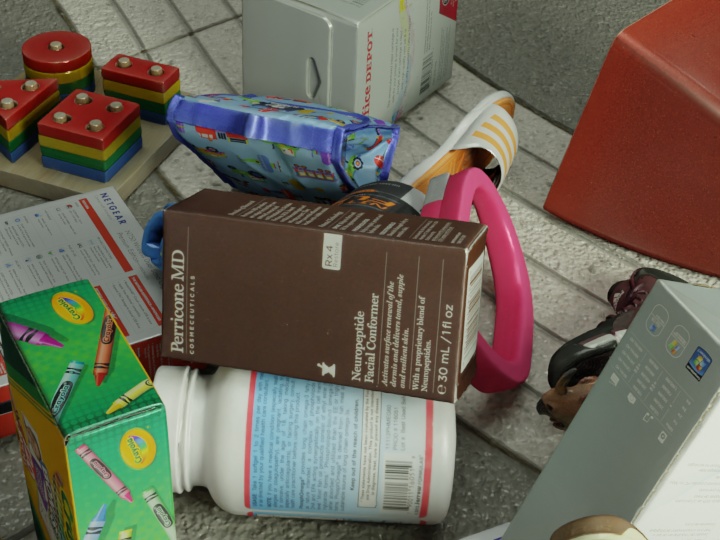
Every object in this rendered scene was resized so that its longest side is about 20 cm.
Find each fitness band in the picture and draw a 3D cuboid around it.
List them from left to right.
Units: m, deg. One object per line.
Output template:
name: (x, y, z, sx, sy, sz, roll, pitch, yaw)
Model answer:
fitness band: (0.094, 0.004, 0.924, 0.037, 0.144, 0.201, -20, 26, 22)

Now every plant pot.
plant pot: (0.311, -0.113, 1.064, 0.176, 0.201, 0.199, 40, 49, 21)

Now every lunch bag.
lunch bag: (-0.066, -0.105, 1.014, 0.149, 0.095, 0.200, 14, 2, 14)

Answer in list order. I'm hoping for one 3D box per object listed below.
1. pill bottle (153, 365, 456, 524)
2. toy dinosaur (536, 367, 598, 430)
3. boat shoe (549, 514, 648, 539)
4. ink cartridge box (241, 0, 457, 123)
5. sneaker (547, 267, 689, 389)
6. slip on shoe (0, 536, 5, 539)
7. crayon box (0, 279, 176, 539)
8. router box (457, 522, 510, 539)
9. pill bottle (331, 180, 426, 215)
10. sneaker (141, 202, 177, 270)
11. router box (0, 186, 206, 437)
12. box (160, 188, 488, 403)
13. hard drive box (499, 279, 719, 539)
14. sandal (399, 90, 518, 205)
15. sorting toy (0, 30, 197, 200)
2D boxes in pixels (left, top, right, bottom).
pill bottle: (-0.038, 0.110, 0.804, 0.197, 0.110, 0.109, 3, 38, -1)
toy dinosaur: (0.233, 0.067, 0.840, 0.200, 0.136, 0.086, -45, 32, -7)
boat shoe: (0.165, 0.218, 0.644, 0.202, 0.074, 0.075, 42, 33, -25)
ink cartridge box: (-0.009, -0.240, 1.224, 0.143, 0.147, 0.200, 23, 41, 24)
sneaker: (0.208, 0.050, 0.941, 0.198, 0.076, 0.116, -5, 32, -27)
slip on shoe: (-0.261, 0.173, 0.740, 0.199, 0.061, 0.076, 28, 50, 29)
crayon box: (-0.156, 0.122, 0.704, 0.058, 0.202, 0.119, -17, 42, -25)
router box: (0.055, 0.254, 0.676, 0.178, 0.049, 0.200, -14, 41, -21)
pill bottle: (0.000, 0.000, 0.898, 0.105, 0.108, 0.200, 12, 16, 11)
sneaker: (-0.111, -0.028, 0.941, 0.104, 0.077, 0.200, 22, 6, -4)
router box: (-0.240, 0.026, 0.933, 0.178, 0.049, 0.200, -17, 42, -24)
box: (-0.024, 0.012, 0.763, 0.197, 0.101, 0.075, 7, 16, 16)
hard drive box: (0.197, 0.115, 0.707, 0.154, 0.201, 0.077, 8, 29, -35)
sandal: (0.098, -0.084, 1.096, 0.059, 0.080, 0.207, 26, 52, 25)
sorting toy: (-0.280, -0.157, 1.160, 0.197, 0.070, 0.201, 15, 40, 15)
